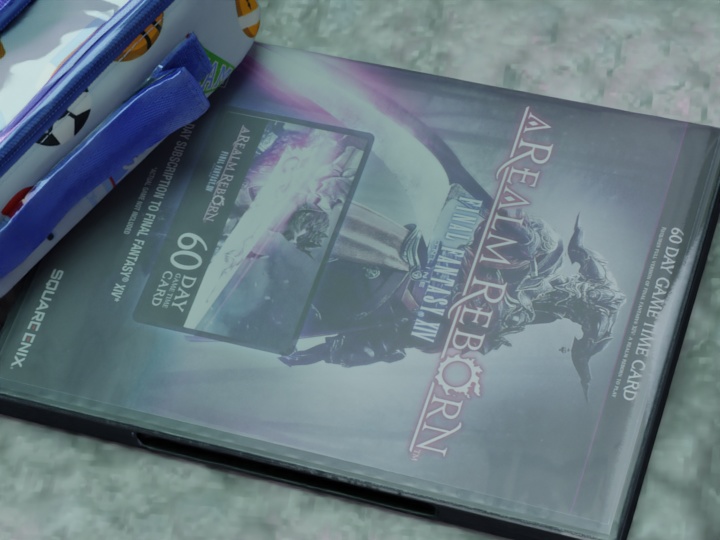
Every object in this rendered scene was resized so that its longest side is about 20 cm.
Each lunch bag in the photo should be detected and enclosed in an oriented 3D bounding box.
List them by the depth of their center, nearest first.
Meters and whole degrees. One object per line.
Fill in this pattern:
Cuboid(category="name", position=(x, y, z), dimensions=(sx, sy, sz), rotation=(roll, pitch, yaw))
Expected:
Cuboid(category="lunch bag", position=(-0.134, -0.066, 0.661), dimensions=(0.200, 0.076, 0.160), rotation=(-46, 56, -10))

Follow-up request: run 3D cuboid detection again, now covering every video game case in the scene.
Cuboid(category="video game case", position=(0.000, 0.000, 0.641), dimensions=(0.200, 0.019, 0.143), rotation=(12, 62, 17))
